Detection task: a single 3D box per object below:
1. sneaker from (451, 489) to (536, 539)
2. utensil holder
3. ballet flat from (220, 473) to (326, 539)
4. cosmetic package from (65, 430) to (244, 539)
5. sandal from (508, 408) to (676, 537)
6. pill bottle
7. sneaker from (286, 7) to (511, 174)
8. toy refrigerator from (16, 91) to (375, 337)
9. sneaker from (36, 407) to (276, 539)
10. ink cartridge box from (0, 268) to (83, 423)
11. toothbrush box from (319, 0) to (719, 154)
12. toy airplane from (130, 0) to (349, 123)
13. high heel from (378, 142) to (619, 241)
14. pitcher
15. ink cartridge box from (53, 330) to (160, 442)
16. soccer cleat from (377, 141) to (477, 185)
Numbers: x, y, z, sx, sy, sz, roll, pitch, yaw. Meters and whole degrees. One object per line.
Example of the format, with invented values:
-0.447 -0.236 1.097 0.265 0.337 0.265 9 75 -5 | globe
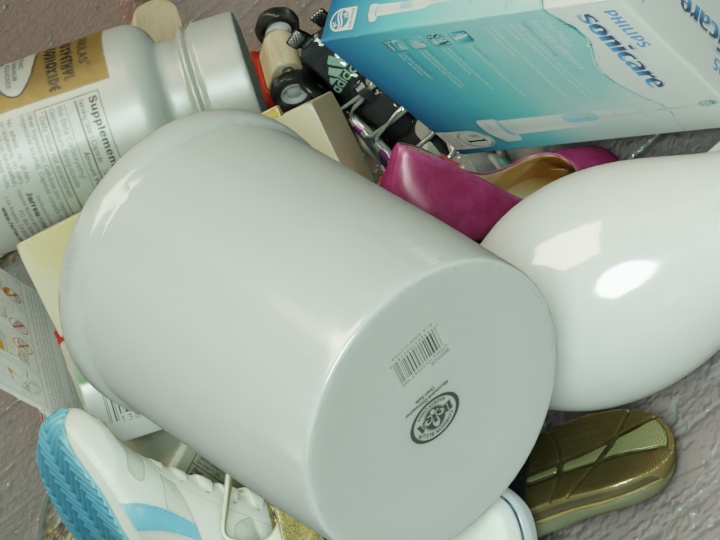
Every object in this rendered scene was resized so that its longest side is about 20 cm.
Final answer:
0.028 0.199 1.253 0.073 0.071 0.200 23 90 21 | sneaker
-0.025 0.031 1.253 0.200 0.170 0.170 31 84 43 | utensil holder
-0.040 0.155 1.363 0.071 0.071 0.200 -17 77 44 | ballet flat
-0.122 0.188 1.478 0.073 0.104 0.200 2 60 52 | cosmetic package
0.079 0.122 1.331 0.200 0.054 0.080 -13 39 27 | sandal
-0.161 -0.091 1.588 0.200 0.114 0.114 -18 37 3 | pill bottle
0.010 -0.101 1.555 0.078 0.140 0.200 -46 31 8 | sneaker
-0.099 -0.037 1.508 0.200 0.070 0.076 -24 5 13 | toy refrigerator
-0.099 0.144 1.405 0.081 0.200 0.076 -48 17 -23 | sneaker
-0.198 0.075 1.596 0.050 0.200 0.162 -50 30 16 | ink cartridge box
0.104 -0.138 1.395 0.200 0.146 0.085 -3 64 40 | toothbrush box
-0.118 -0.088 1.716 0.199 0.141 0.200 23 60 26 | toy airplane
0.080 -0.055 1.387 0.067 0.096 0.200 23 36 39 | high heel
0.160 -0.016 1.317 0.200 0.121 0.172 -26 18 21 | pitcher
-0.102 0.028 1.521 0.161 0.050 0.200 -18 24 -9 | ink cartridge box
0.037 0.016 1.432 0.076 0.067 0.200 -44 37 38 | soccer cleat
